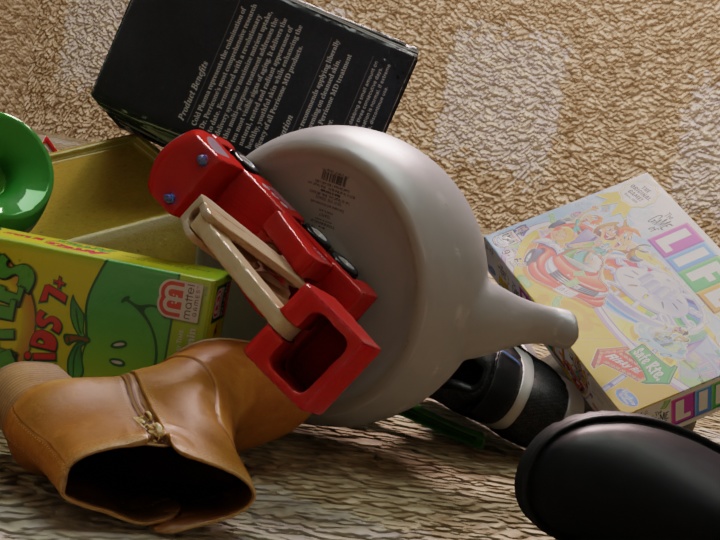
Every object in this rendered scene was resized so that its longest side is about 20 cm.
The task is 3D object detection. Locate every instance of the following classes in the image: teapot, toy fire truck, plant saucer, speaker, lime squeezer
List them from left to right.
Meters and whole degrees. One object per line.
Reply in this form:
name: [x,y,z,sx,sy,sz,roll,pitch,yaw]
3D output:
speaker: [-0.275,-0.028,1.057,0.088,0.089,0.200,6,-24,-37]
plant saucer: [-0.190,-0.038,1.158,0.200,0.049,0.200,-17,33,-28]
toy fire truck: [-0.057,-0.007,0.898,0.200,0.049,0.141,46,10,19]
lime squeezer: [-0.020,0.087,1.093,0.200,0.038,0.071,10,37,-10]
teapot: [0.000,0.000,1.035,0.197,0.200,0.146,-30,-10,28]

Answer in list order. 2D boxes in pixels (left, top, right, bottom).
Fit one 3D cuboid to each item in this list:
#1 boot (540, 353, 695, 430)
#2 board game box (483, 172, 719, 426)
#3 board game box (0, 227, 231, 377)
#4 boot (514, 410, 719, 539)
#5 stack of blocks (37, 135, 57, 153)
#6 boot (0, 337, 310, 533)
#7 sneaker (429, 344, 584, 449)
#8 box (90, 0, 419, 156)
boot: [0.169,0.054,1.204,0.200,0.131,0.068,14,7,32]
board game box: [0.187,0.022,1.111,0.134,0.034,0.200,-21,42,-12]
board game box: [-0.182,0.033,0.944,0.200,0.102,0.048,11,7,7]
boot: [0.192,0.129,0.802,0.200,0.077,0.168,15,1,-13]
stack of blocks: [-0.251,-0.050,1.340,0.200,0.059,0.115,-1,-39,26]
boot: [-0.081,0.088,0.832,0.201,0.071,0.144,3,15,-32]
sneaker: [0.066,0.057,1.138,0.112,0.073,0.200,31,-2,-25]
box: [-0.075,-0.131,1.204,0.196,0.124,0.200,25,-3,-1]
